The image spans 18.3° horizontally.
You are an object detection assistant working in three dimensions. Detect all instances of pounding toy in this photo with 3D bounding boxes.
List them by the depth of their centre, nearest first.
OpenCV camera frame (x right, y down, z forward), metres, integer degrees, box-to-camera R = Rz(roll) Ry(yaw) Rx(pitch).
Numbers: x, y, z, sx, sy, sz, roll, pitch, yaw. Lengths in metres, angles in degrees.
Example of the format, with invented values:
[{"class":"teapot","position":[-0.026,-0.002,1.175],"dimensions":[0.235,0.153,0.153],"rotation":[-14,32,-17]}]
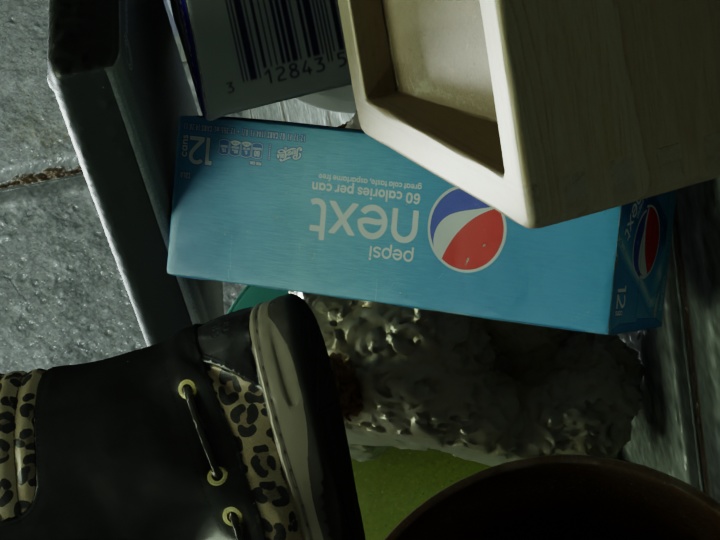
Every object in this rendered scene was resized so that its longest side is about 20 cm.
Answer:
[{"class":"pounding toy","position":[0.067,-0.141,0.756],"dimensions":[0.200,0.141,0.186],"rotation":[-143,41,-65]}]

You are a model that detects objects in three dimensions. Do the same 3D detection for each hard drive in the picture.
[{"class":"hard drive","position":[-0.096,-0.063,0.977],"dimensions":[0.201,0.033,0.140],"rotation":[76,-173,-48]}]

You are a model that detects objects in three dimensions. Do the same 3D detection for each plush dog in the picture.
[{"class":"plush dog","position":[0.024,-0.006,1.026],"dimensions":[0.160,0.199,0.173],"rotation":[27,-112,-53]}]

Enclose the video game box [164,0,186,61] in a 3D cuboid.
[{"class":"video game box","position":[-0.042,-0.229,1.270],"dimensions":[0.047,0.180,0.202],"rotation":[111,147,-72]}]

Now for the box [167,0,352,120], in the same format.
[{"class":"box","position":[0.000,-0.164,0.976],"dimensions":[0.200,0.182,0.106],"rotation":[-115,12,-65]}]

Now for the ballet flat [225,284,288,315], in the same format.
[{"class":"ballet flat","position":[0.000,0.000,1.183],"dimensions":[0.067,0.200,0.063],"rotation":[25,150,33]}]

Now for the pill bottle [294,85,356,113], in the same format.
[{"class":"pill bottle","position":[0.004,-0.193,1.158],"dimensions":[0.112,0.111,0.202],"rotation":[94,176,-68]}]

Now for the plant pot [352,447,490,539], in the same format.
[{"class":"plant pot","position":[-0.021,0.126,1.169],"dimensions":[0.187,0.198,0.189],"rotation":[178,90,-83]}]

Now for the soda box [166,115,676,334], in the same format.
[{"class":"soda box","position":[0.023,-0.020,0.904],"dimensions":[0.064,0.198,0.069],"rotation":[-2,-82,-62]}]

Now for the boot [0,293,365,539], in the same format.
[{"class":"boot","position":[-0.076,0.119,0.919],"dimensions":[0.073,0.149,0.202],"rotation":[-6,-93,-79]}]

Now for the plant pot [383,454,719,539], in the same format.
[{"class":"plant pot","position":[0.076,0.194,0.893],"dimensions":[0.200,0.185,0.188],"rotation":[94,164,-67]}]
